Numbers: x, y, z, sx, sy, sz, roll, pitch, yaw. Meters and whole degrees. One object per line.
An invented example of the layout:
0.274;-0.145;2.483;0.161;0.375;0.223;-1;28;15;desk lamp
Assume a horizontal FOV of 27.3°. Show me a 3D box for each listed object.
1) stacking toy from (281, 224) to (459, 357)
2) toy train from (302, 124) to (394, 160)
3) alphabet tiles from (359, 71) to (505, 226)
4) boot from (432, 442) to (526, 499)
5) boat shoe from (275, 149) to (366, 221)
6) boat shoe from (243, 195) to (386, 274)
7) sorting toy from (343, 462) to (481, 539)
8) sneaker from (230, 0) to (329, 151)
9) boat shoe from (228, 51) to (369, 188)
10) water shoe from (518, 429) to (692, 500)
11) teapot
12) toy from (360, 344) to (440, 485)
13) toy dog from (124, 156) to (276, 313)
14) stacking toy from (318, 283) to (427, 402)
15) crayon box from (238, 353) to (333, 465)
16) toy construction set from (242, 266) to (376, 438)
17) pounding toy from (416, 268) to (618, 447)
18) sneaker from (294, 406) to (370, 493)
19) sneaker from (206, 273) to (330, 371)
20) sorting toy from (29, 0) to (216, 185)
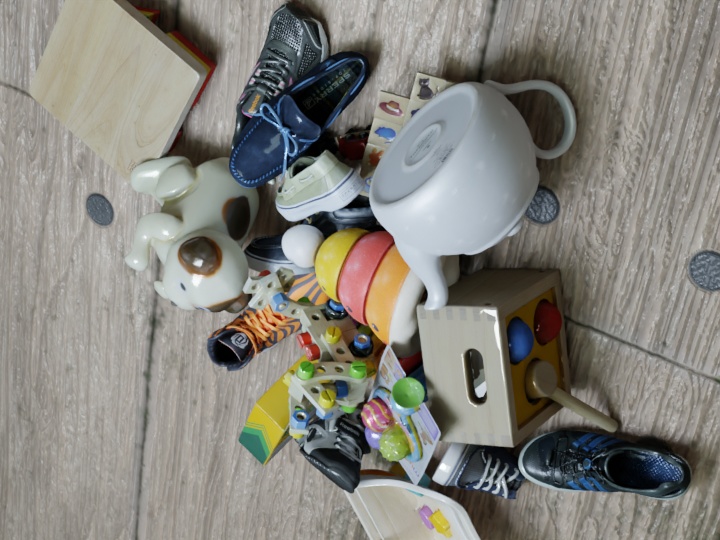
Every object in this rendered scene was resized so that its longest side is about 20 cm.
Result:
0.000;0.000;1.684;0.200;0.146;0.146;23;124;21;stacking toy
0.001;-0.145;1.700;0.200;0.046;0.034;-4;111;34;toy train
0.087;-0.120;1.646;0.166;0.006;0.200;16;124;1;alphabet tiles
0.147;0.227;1.718;0.090;0.200;0.073;30;98;12;boot
-0.054;-0.104;1.698;0.062;0.072;0.200;52;159;-12;boat shoe
-0.054;-0.047;1.776;0.200;0.071;0.091;1;114;24;boat shoe
0.088;0.318;1.804;0.200;0.107;0.180;62;155;-10;sorting toy
-0.098;-0.206;1.706;0.080;0.086;0.200;26;124;17;sneaker
-0.073;-0.176;1.648;0.084;0.069;0.200;40;87;-7;boat shoe
0.272;0.214;1.676;0.199;0.079;0.072;2;76;20;water shoe
0.118;-0.092;1.552;0.146;0.198;0.200;37;134;-22;teapot
0.033;0.173;1.672;0.115;0.047;0.200;59;159;18;toy
-0.181;-0.031;1.772;0.193;0.200;0.140;-15;133;9;toy dog
0.021;0.071;1.768;0.200;0.110;0.116;46;152;16;stacking toy
-0.078;0.155;1.806;0.052;0.126;0.200;44;156;6;crayon box
-0.056;0.087;1.687;0.200;0.131;0.092;64;153;22;toy construction set
0.178;0.110;1.648;0.142;0.184;0.201;1;105;33;pounding toy
-0.026;0.207;1.818;0.074;0.200;0.089;43;89;-16;sneaker
-0.115;0.068;1.841;0.078;0.112;0.200;48;127;2;sneaker
-0.286;-0.239;1.821;0.199;0.070;0.200;41;129;8;sorting toy
